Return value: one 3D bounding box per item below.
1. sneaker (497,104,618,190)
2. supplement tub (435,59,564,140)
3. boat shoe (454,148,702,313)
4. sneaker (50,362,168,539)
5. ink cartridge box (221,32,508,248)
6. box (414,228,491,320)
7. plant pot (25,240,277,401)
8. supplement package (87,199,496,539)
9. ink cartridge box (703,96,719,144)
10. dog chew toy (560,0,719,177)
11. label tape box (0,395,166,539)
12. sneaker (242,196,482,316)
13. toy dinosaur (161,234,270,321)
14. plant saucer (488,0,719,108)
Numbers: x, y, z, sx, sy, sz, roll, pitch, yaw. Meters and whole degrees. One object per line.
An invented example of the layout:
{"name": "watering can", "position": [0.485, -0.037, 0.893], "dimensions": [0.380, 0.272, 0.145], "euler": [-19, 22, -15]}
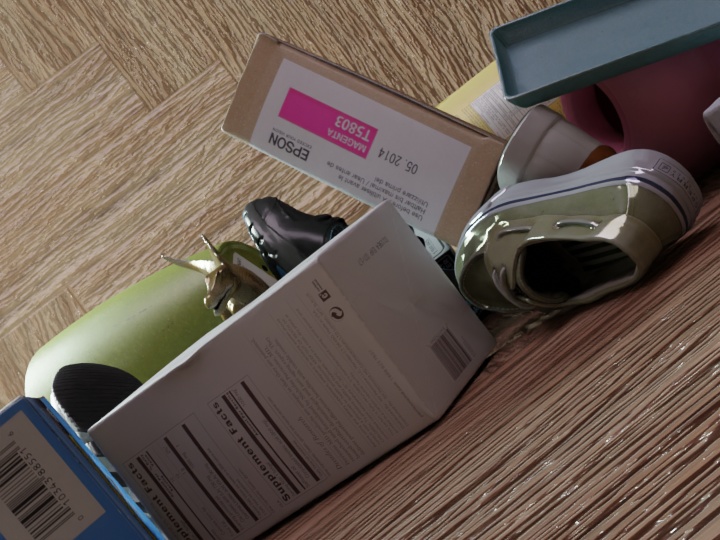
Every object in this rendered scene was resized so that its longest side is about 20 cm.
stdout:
{"name": "sneaker", "position": [0.134, -0.030, 0.938], "dimensions": [0.073, 0.084, 0.200], "euler": [-58, -17, -5]}
{"name": "supplement tub", "position": [0.164, -0.137, 1.472], "dimensions": [0.200, 0.146, 0.145], "euler": [-38, 2, 1]}
{"name": "boat shoe", "position": [0.100, -0.011, 0.833], "dimensions": [0.062, 0.072, 0.200], "euler": [-47, 7, -29]}
{"name": "sneaker", "position": [-0.178, 0.141, 1.080], "dimensions": [0.200, 0.074, 0.089], "euler": [-123, 43, -53]}
{"name": "ink cartridge box", "position": [0.032, -0.078, 1.040], "dimensions": [0.165, 0.199, 0.075], "euler": [9, -72, -63]}
{"name": "box", "position": [-0.010, 0.048, 1.110], "dimensions": [0.200, 0.060, 0.117], "euler": [-38, 21, 3]}
{"name": "plant pot", "position": [-0.146, 0.073, 1.292], "dimensions": [0.200, 0.187, 0.187], "euler": [-43, -1, 26]}
{"name": "supplement package", "position": [-0.040, 0.069, 0.905], "dimensions": [0.200, 0.110, 0.114], "euler": [-36, 3, 30]}
{"name": "ink cartridge box", "position": [0.287, -0.142, 0.793], "dimensions": [0.160, 0.047, 0.200], "euler": [-39, 0, -38]}
{"name": "dog chew toy", "position": [0.221, -0.138, 0.962], "dimensions": [0.199, 0.125, 0.125], "euler": [-30, -1, -20]}
{"name": "label tape box", "position": [-0.155, 0.141, 0.842], "dimensions": [0.063, 0.144, 0.200], "euler": [-40, 2, -10]}
{"name": "sneaker", "position": [0.000, 0.000, 1.028], "dimensions": [0.082, 0.200, 0.073], "euler": [-44, -37, -12]}
{"name": "toy dinosaur", "position": [-0.082, 0.016, 1.065], "dimensions": [0.058, 0.101, 0.200], "euler": [-37, 12, -7]}
{"name": "plant saucer", "position": [0.172, -0.145, 0.873], "dimensions": [0.199, 0.019, 0.070], "euler": [-18, 42, 11]}
